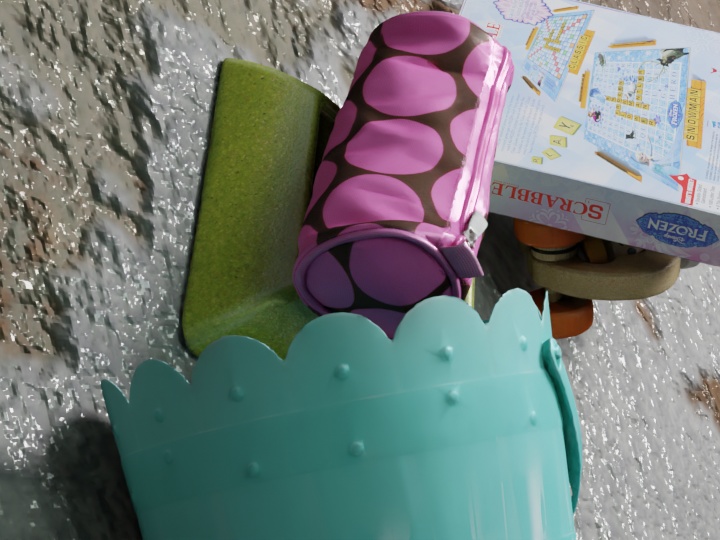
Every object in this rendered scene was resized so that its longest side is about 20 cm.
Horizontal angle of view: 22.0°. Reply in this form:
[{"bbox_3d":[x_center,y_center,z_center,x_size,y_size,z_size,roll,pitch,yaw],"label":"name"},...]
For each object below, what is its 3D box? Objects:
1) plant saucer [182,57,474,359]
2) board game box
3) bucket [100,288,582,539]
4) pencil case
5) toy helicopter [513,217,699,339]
[{"bbox_3d":[0.000,0.000,0.999,0.200,0.048,0.200,38,41,-34],"label":"plant saucer"},{"bbox_3d":[0.144,-0.098,1.158,0.199,0.041,0.200,14,40,6],"label":"board game box"},{"bbox_3d":[-0.002,0.094,0.799,0.207,0.207,0.135,-1,78,-55],"label":"bucket"},{"bbox_3d":[0.030,-0.053,0.948,0.091,0.094,0.200,45,37,-28],"label":"pencil case"},{"bbox_3d":[0.167,-0.030,1.196,0.200,0.132,0.079,-77,163,-67],"label":"toy helicopter"}]
